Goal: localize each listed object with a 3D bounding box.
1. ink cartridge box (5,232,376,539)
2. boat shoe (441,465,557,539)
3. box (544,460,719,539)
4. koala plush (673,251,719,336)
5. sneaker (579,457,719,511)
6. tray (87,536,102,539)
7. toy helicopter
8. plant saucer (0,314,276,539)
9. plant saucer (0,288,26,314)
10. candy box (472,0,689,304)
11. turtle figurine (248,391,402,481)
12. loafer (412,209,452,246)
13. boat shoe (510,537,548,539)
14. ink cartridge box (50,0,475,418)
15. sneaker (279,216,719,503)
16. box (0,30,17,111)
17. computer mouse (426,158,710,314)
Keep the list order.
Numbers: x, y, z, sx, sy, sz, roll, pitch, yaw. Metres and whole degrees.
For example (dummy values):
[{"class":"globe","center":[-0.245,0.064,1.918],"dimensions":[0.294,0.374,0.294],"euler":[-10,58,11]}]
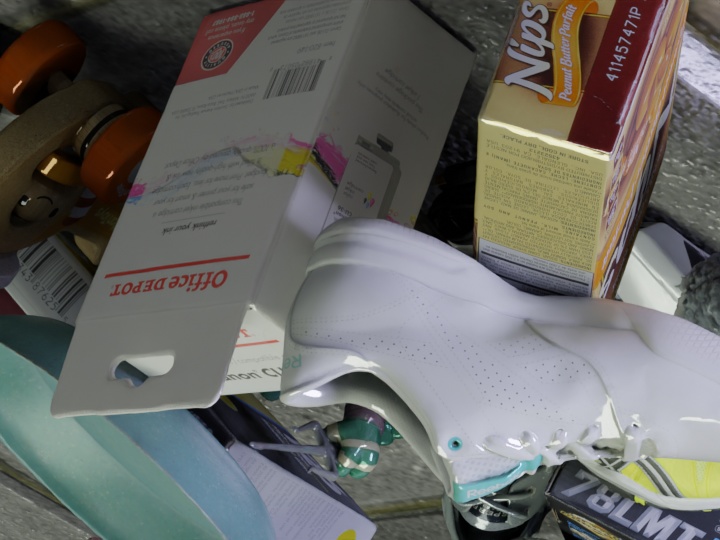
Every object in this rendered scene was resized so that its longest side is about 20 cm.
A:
[{"class":"ink cartridge box","center":[-0.079,0.071,1.521],"dimensions":[0.198,0.047,0.200],"euler":[43,-175,35]},{"class":"boat shoe","center":[0.079,0.105,1.552],"dimensions":[0.070,0.072,0.201],"euler":[18,157,6]},{"class":"box","center":[0.197,0.159,1.520],"dimensions":[0.200,0.050,0.199],"euler":[26,169,15]},{"class":"koala plush","center":[0.228,0.031,1.170],"dimensions":[0.200,0.184,0.177],"euler":[35,155,-2]},{"class":"sneaker","center":[0.119,0.059,1.416],"dimensions":[0.200,0.075,0.076],"euler":[14,157,11]},{"class":"tray","center":[-0.080,0.154,1.511],"dimensions":[0.107,0.022,0.200],"euler":[18,168,-26]},{"class":"toy helicopter","center":[-0.140,-0.028,1.394],"dimensions":[0.079,0.132,0.200],"euler":[43,180,15]},{"class":"plant saucer","center":[-0.105,0.083,1.330],"dimensions":[0.200,0.036,0.200],"euler":[37,161,15]},{"class":"plant saucer","center":[-0.155,0.062,1.573],"dimensions":[0.201,0.051,0.201],"euler":[43,-177,-2]},{"class":"candy box","center":[0.085,-0.053,1.146],"dimensions":[0.055,0.115,0.200],"euler":[17,157,10]},{"class":"turtle figurine","center":[-0.032,0.034,1.450],"dimensions":[0.150,0.101,0.200],"euler":[44,178,16]},{"class":"loafer","center":[0.000,0.000,1.317],"dimensions":[0.073,0.071,0.200],"euler":[50,179,-2]},{"class":"boat shoe","center":[0.151,0.203,1.527],"dimensions":[0.200,0.072,0.072],"euler":[25,169,23]},{"class":"ink cartridge box","center":[-0.041,-0.015,1.226],"dimensions":[0.067,0.200,0.116],"euler":[37,152,-33]},{"class":"sneaker","center":[0.066,0.053,1.133],"dimensions":[0.200,0.089,0.075],"euler":[17,155,6]},{"class":"box","center":[-0.270,-0.102,1.427],"dimensions":[0.200,0.044,0.160],"euler":[23,156,-5]},{"class":"computer mouse","center":[0.124,0.007,1.336],"dimensions":[0.200,0.044,0.110],"euler":[32,154,-23]}]
